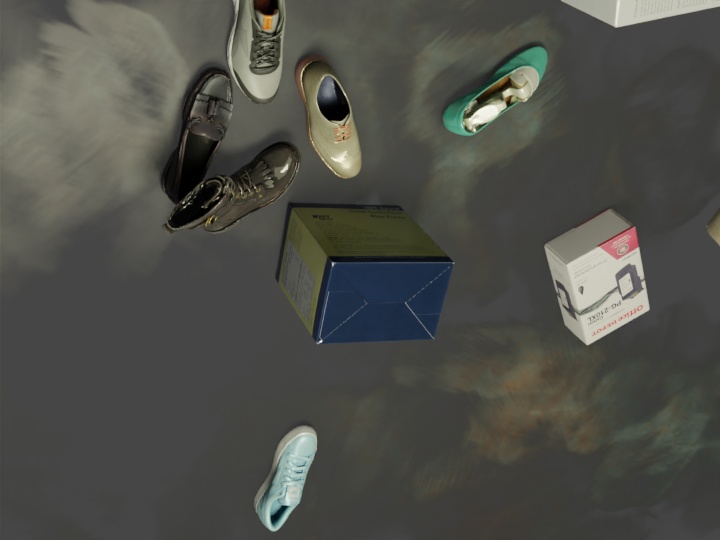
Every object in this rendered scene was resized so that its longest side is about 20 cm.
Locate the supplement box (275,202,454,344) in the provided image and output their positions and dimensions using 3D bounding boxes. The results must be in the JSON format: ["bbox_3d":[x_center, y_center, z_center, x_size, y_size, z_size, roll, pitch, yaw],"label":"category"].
[{"bbox_3d":[0.000,0.000,1.474,0.199,0.200,0.135,0,118,-25],"label":"supplement box"}]

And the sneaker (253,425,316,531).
[{"bbox_3d":[-0.120,0.370,1.710,0.074,0.082,0.201,11,113,-31],"label":"sneaker"}]

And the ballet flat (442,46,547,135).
[{"bbox_3d":[0.221,-0.269,1.503,0.200,0.070,0.067,-35,127,-3],"label":"ballet flat"}]

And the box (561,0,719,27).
[{"bbox_3d":[0.422,-0.447,1.443,0.199,0.152,0.107,-15,124,-17],"label":"box"}]

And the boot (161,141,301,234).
[{"bbox_3d":[-0.172,-0.111,1.345,0.200,0.174,0.069,-41,86,4],"label":"boot"}]

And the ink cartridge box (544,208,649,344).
[{"bbox_3d":[0.430,0.014,1.760,0.144,0.084,0.201,-28,126,-7],"label":"ink cartridge box"}]

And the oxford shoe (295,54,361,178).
[{"bbox_3d":[-0.040,-0.209,1.411,0.071,0.074,0.200,-29,127,-7],"label":"oxford shoe"}]

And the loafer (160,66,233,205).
[{"bbox_3d":[-0.219,-0.180,1.349,0.072,0.063,0.201,13,112,-30],"label":"loafer"}]

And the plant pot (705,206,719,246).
[{"bbox_3d":[0.748,-0.104,1.795,0.200,0.201,0.184,22,119,-34],"label":"plant pot"}]

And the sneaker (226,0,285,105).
[{"bbox_3d":[-0.135,-0.315,1.301,0.074,0.079,0.201,-12,124,-21],"label":"sneaker"}]
